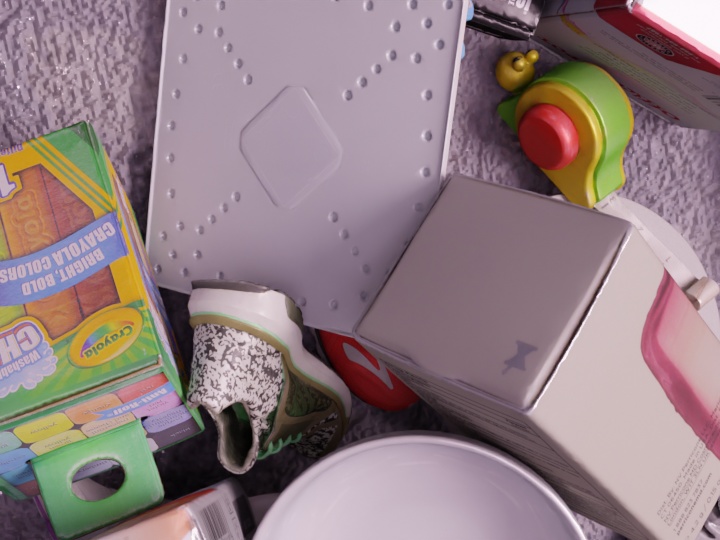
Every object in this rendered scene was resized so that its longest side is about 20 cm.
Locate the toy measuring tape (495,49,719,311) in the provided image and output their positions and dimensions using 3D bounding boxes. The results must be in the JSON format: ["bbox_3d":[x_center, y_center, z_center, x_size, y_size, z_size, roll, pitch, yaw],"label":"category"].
[{"bbox_3d":[0.157,-0.066,0.786,0.074,0.074,0.200,-41,79,0],"label":"toy measuring tape"}]

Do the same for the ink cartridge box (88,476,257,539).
[{"bbox_3d":[-0.162,0.170,0.687,0.199,0.162,0.050,-18,85,1],"label":"ink cartridge box"}]

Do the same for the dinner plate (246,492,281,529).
[{"bbox_3d":[-0.050,0.231,0.800,0.199,0.024,0.201,-4,111,-10],"label":"dinner plate"}]

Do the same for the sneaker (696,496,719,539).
[{"bbox_3d":[0.224,0.185,0.882,0.075,0.081,0.200,18,118,-34],"label":"sneaker"}]

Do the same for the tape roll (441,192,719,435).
[{"bbox_3d":[0.140,0.050,0.830,0.202,0.037,0.204,0,90,-18],"label":"tape roll"}]

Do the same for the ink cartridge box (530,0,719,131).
[{"bbox_3d":[0.191,-0.147,0.741,0.145,0.200,0.083,27,93,-14],"label":"ink cartridge box"}]

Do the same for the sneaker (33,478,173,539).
[{"bbox_3d":[-0.123,0.171,0.824,0.200,0.075,0.100,43,85,-23],"label":"sneaker"}]

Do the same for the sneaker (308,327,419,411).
[{"bbox_3d":[0.000,0.000,0.796,0.077,0.085,0.201,-15,103,-5],"label":"sneaker"}]

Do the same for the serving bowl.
[{"bbox_3d":[0.036,0.181,0.720,0.199,0.066,0.201,1,100,7],"label":"serving bowl"}]

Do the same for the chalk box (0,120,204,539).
[{"bbox_3d":[-0.168,0.045,0.710,0.124,0.124,0.201,-20,66,-5],"label":"chalk box"}]

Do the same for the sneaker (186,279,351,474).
[{"bbox_3d":[-0.064,0.082,0.761,0.077,0.200,0.089,9,64,22],"label":"sneaker"}]

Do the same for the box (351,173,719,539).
[{"bbox_3d":[0.113,0.054,0.695,0.109,0.128,0.200,-57,134,-12],"label":"box"}]

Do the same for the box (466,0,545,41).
[{"bbox_3d":[0.050,-0.257,0.752,0.163,0.086,0.201,17,98,-13],"label":"box"}]

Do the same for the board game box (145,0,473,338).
[{"bbox_3d":[-0.035,-0.072,0.745,0.199,0.026,0.201,13,102,29],"label":"board game box"}]
